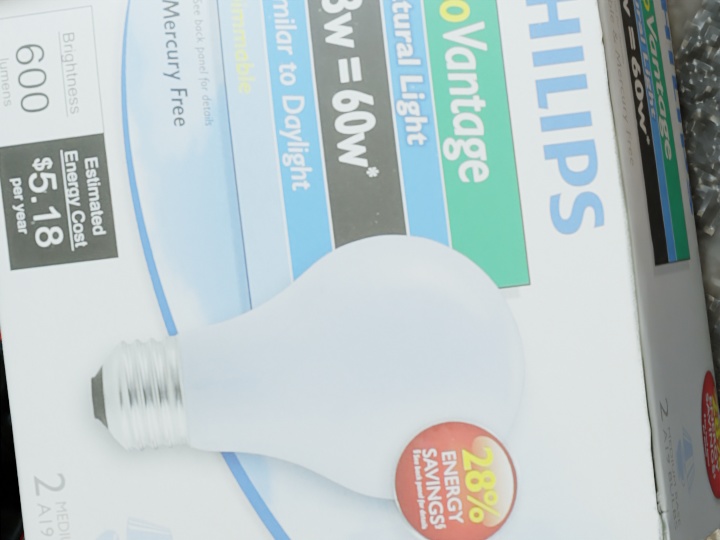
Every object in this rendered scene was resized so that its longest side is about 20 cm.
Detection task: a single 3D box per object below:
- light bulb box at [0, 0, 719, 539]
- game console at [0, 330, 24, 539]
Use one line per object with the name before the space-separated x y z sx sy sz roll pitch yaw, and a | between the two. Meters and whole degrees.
light bulb box | 0.000 0.000 0.894 0.199 0.125 0.199 -7 90 16
game console | -0.205 0.086 0.961 0.176 0.031 0.200 24 98 -14
